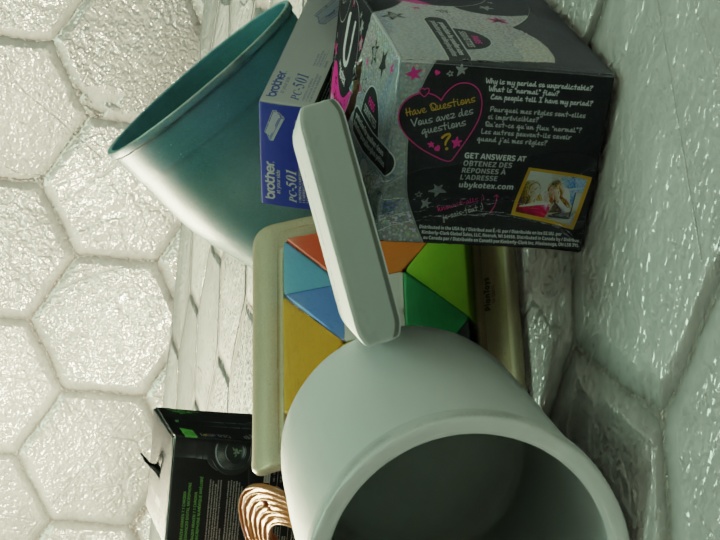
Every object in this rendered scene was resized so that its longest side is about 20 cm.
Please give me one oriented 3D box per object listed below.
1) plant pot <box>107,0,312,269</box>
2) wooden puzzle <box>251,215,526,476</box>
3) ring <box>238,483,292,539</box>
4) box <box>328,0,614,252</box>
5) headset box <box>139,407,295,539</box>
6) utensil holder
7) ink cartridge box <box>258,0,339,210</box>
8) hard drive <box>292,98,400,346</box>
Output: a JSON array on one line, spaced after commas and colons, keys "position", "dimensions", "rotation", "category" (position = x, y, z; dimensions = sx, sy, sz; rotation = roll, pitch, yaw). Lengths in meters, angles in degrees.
[{"position": [-0.081, -0.093, 1.532], "dimensions": [0.200, 0.188, 0.200], "rotation": [-37, 14, 11], "category": "plant pot"}, {"position": [0.011, 0.032, 1.184], "dimensions": [0.037, 0.199, 0.186], "rotation": [45, -143, -53], "category": "wooden puzzle"}, {"position": [-0.019, 0.236, 1.326], "dimensions": [0.200, 0.019, 0.201], "rotation": [38, 151, 26], "category": "ring"}, {"position": [0.057, -0.104, 1.089], "dimensions": [0.200, 0.131, 0.115], "rotation": [-112, 28, -65], "category": "box"}, {"position": [-0.086, 0.175, 1.506], "dimensions": [0.174, 0.199, 0.093], "rotation": [-162, 77, -79], "category": "headset box"}, {"position": [0.043, 0.130, 0.993], "dimensions": [0.200, 0.169, 0.171], "rotation": [-118, 34, -74], "category": "utensil holder"}, {"position": [-0.032, -0.144, 1.378], "dimensions": [0.200, 0.044, 0.094], "rotation": [-71, -14, -50], "category": "ink cartridge box"}, {"position": [-0.011, -0.027, 1.049], "dimensions": [0.200, 0.026, 0.133], "rotation": [-164, 59, -86], "category": "hard drive"}]
